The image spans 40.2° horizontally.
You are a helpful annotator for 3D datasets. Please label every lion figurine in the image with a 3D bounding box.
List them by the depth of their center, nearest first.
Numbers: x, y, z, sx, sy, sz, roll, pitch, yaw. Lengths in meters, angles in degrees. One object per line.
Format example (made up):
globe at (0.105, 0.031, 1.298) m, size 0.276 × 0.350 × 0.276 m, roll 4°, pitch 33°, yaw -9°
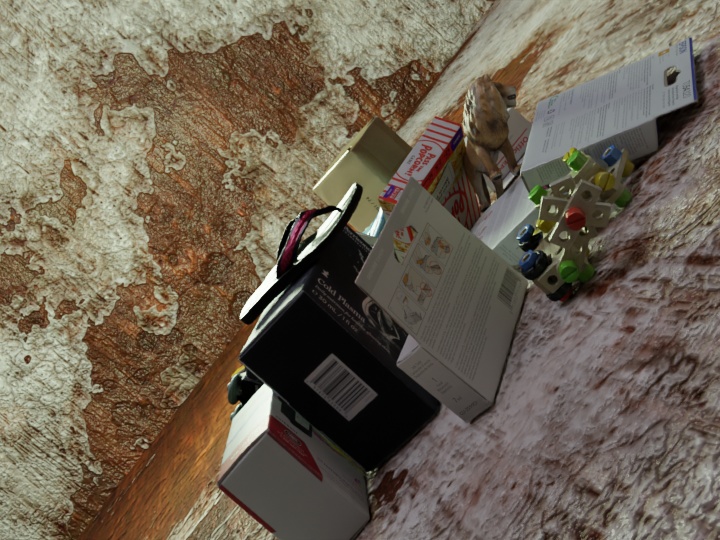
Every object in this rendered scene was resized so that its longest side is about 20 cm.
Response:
lion figurine at (0.162, -0.153, 1.280) m, size 0.071 × 0.124 × 0.201 m, roll -17°, pitch -23°, yaw -17°

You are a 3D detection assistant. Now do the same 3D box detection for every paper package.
paper package at (0.039, -0.150, 1.812) m, size 0.104 × 0.199 × 0.190 m, roll -54°, pitch 9°, yaw -32°

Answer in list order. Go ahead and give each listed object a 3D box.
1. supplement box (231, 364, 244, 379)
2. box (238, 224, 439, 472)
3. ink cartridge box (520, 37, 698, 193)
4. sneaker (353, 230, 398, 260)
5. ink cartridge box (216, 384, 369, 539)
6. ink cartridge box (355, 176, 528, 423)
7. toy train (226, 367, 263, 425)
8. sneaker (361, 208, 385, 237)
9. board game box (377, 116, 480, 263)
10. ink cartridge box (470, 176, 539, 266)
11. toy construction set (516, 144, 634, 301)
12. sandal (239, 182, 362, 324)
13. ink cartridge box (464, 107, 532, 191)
supplement box at (-0.099, 0.131, 1.615) m, size 0.200 × 0.103 × 0.131 m, roll -47°, pitch 5°, yaw -29°
box at (-0.009, 0.080, 1.121) m, size 0.124 × 0.199 × 0.197 m, roll -44°, pitch 11°, yaw 24°
ink cartridge box at (0.282, -0.171, 1.095) m, size 0.197 × 0.044 × 0.197 m, roll -19°, pitch 24°, yaw 27°
sneaker at (0.000, 0.000, 1.478) m, size 0.199 × 0.074 × 0.108 m, roll 17°, pitch 91°, yaw 56°
ink cartridge box at (-0.071, 0.213, 1.074) m, size 0.083 × 0.145 × 0.200 m, roll -47°, pitch 9°, yaw 6°
ink cartridge box at (0.077, 0.023, 0.985) m, size 0.045 × 0.176 × 0.201 m, roll -42°, pitch 11°, yaw 38°
toy train at (-0.140, 0.205, 1.457) m, size 0.114 × 0.084 × 0.204 m, roll -53°, pitch -31°, yaw -55°
sneaker at (0.031, -0.066, 1.625) m, size 0.130 × 0.079 × 0.202 m, roll -16°, pitch 40°, yaw 61°
board game box at (0.099, -0.084, 1.350) m, size 0.153 × 0.046 × 0.201 m, roll -55°, pitch -31°, yaw -23°
ink cartridge box at (0.184, -0.050, 1.185) m, size 0.200 × 0.047 × 0.161 m, roll -49°, pitch 8°, yaw 39°
toy construction set at (0.206, -0.050, 0.943) m, size 0.131 × 0.092 × 0.200 m, roll -47°, pitch -1°, yaw 24°
sandal at (-0.073, -0.024, 1.077) m, size 0.200 × 0.045 × 0.075 m, roll -46°, pitch 11°, yaw 9°
ink cartridge box at (0.209, -0.190, 1.529) m, size 0.117 × 0.068 × 0.200 m, roll -51°, pitch 9°, yaw 3°
